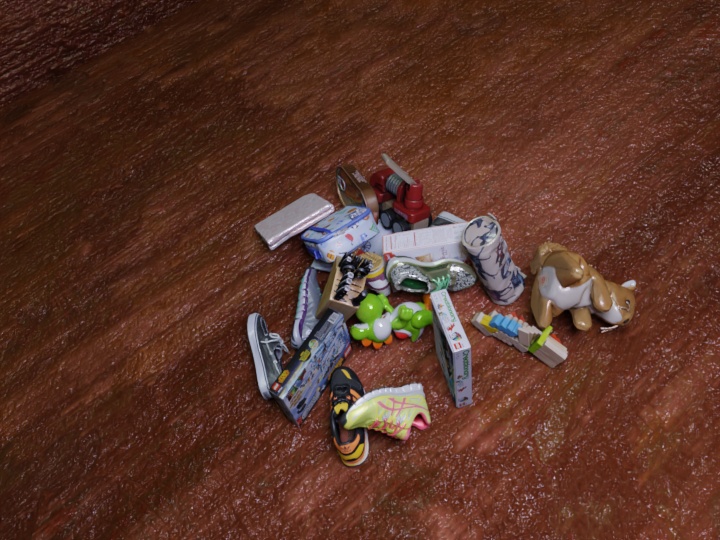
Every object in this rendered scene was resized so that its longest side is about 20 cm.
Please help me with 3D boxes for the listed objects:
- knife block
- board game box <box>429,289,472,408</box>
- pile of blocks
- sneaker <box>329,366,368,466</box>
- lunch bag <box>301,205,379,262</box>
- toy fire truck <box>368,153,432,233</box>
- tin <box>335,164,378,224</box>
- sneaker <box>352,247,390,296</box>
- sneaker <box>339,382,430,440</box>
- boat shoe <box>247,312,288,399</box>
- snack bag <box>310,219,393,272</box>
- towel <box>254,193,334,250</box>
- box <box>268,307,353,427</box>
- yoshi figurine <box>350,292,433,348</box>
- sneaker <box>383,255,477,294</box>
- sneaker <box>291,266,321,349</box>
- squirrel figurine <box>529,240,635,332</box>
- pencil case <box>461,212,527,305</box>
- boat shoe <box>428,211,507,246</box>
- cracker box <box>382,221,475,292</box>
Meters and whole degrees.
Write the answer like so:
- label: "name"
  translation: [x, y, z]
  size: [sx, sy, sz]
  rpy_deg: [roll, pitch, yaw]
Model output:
- label: "knife block"
  translation: [-0.035, 0.054, 1.058]
  size: [0.063, 0.203, 0.176]
  rpy_deg: [18, 23, -9]
- label: "board game box"
  translation: [0.167, 0.147, 0.982]
  size: [0.034, 0.202, 0.128]
  rpy_deg: [-16, 49, -1]
- label: "pile of blocks"
  translation: [0.316, 0.111, 1.046]
  size: [0.197, 0.083, 0.062]
  rpy_deg: [25, 61, 31]
- label: "sneaker"
  translation: [-0.026, 0.259, 1.019]
  size: [0.068, 0.091, 0.203]
  rpy_deg: [-13, 50, 4]
- label: "lunch bag"
  translation: [-0.053, -0.083, 1.226]
  size: [0.158, 0.077, 0.199]
  rpy_deg: [-31, 15, -14]
- label: "toy fire truck"
  translation: [0.081, -0.198, 1.262]
  size: [0.127, 0.203, 0.176]
  rpy_deg: [-22, 43, -27]
- label: "tin"
  translation: [-0.009, -0.183, 1.326]
  size: [0.041, 0.114, 0.201]
  rpy_deg: [-14, 45, -21]
- label: "sneaker"
  translation: [0.000, 0.000, 1.217]
  size: [0.074, 0.092, 0.199]
  rpy_deg: [-29, 27, -15]
- label: "sneaker"
  translation: [0.054, 0.263, 0.961]
  size: [0.196, 0.078, 0.092]
  rpy_deg: [-3, 56, -35]
- label: "boat shoe"
  translation: [-0.193, 0.171, 1.146]
  size: [0.067, 0.074, 0.202]
  rpy_deg: [-22, 50, 3]
- label: "snack bag"
  translation: [-0.002, -0.061, 1.316]
  size: [0.196, 0.022, 0.191]
  rpy_deg: [11, 57, 20]
- label: "towel"
  translation: [-0.171, -0.130, 1.362]
  size: [0.189, 0.033, 0.200]
  rpy_deg: [-32, 25, -9]
- label: "box"
  translation: [-0.092, 0.192, 1.060]
  size: [0.039, 0.138, 0.201]
  rpy_deg: [23, 60, 26]
- label: "yoshi figurine"
  translation: [0.070, 0.082, 1.101]
  size: [0.195, 0.113, 0.114]
  rpy_deg: [-13, 59, -11]
- label: "sneaker"
  translation: [0.147, 0.026, 1.104]
  size: [0.195, 0.078, 0.089]
  rpy_deg: [2, 32, -4]
- label: "sneaker"
  translation: [-0.100, 0.088, 1.206]
  size: [0.085, 0.075, 0.204]
  rpy_deg: [8, 59, -2]
- label: "squirrel figurine"
  translation: [0.428, 0.027, 1.030]
  size: [0.182, 0.144, 0.201]
  rpy_deg: [12, 30, -10]
- label: "pencil case"
  translation: [0.272, -0.021, 1.086]
  size: [0.090, 0.201, 0.077]
  rpy_deg: [-48, 41, -13]
- label: "boat shoe"
  translation: [0.241, -0.071, 1.227]
  size: [0.064, 0.071, 0.198]
  rpy_deg: [-43, 45, -21]
- label: "cracker box"
  translation: [0.153, -0.027, 1.169]
  size: [0.195, 0.135, 0.059]
  rpy_deg: [-8, 49, 10]
